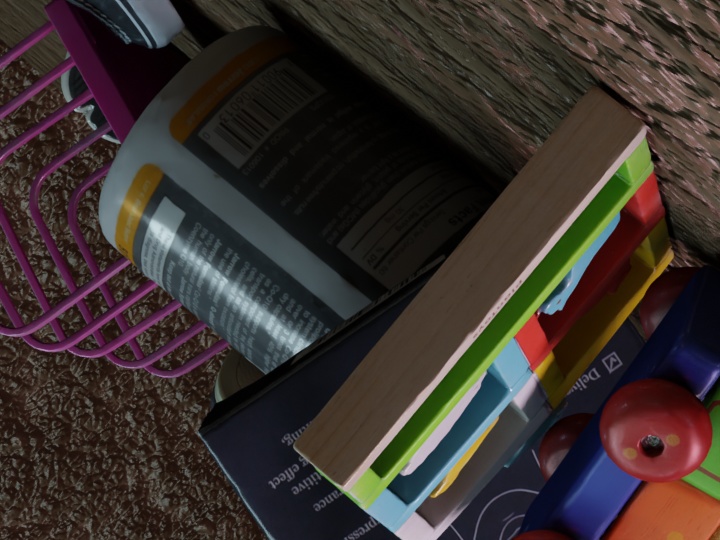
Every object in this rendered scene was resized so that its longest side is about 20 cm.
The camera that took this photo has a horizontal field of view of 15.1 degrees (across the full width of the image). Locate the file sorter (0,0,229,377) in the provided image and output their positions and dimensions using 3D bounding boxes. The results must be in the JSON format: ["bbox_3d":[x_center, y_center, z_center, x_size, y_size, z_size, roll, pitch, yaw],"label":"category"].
[{"bbox_3d":[-0.125,-0.031,1.406,0.139,0.125,0.200,60,-166,18],"label":"file sorter"}]

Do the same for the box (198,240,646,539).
[{"bbox_3d":[0.059,0.094,0.988,0.200,0.148,0.107,56,-178,-1],"label":"box"}]

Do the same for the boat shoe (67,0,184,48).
[{"bbox_3d":[-0.171,-0.159,1.276,0.200,0.068,0.072,41,176,-29],"label":"boat shoe"}]

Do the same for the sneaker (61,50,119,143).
[{"bbox_3d":[-0.090,-0.078,1.622,0.200,0.081,0.083,47,-168,-9],"label":"sneaker"}]

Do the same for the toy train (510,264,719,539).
[{"bbox_3d":[0.101,0.103,0.886,0.116,0.200,0.085,31,-146,-1],"label":"toy train"}]

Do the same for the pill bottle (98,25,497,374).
[{"bbox_3d":[0.000,0.000,1.110,0.200,0.116,0.116,39,177,14],"label":"pill bottle"}]

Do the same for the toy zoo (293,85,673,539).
[{"bbox_3d":[0.044,0.024,0.830,0.020,0.131,0.200,39,177,14],"label":"toy zoo"}]

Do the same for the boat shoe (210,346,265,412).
[{"bbox_3d":[-0.001,0.042,1.208,0.072,0.065,0.200,41,-142,11],"label":"boat shoe"}]
